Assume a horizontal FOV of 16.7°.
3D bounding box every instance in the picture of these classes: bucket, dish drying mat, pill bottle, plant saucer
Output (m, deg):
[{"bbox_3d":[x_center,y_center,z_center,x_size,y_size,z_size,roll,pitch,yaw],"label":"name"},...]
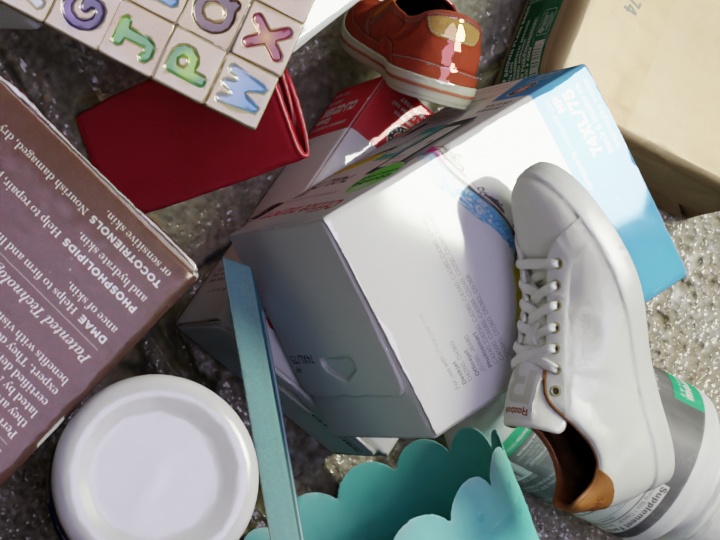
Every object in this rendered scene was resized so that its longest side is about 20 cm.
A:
[{"bbox_3d":[0.024,0.203,1.502,0.207,0.207,0.135,-31,100,-24],"label":"bucket"},{"bbox_3d":[-0.101,-0.084,1.470,0.018,0.200,0.077,-20,93,-40],"label":"dish drying mat"},{"bbox_3d":[0.164,0.110,1.618,0.200,0.113,0.113,27,75,-21],"label":"pill bottle"},{"bbox_3d":[-0.125,0.126,1.429,0.115,0.200,0.116,1,82,-8],"label":"pill bottle"},{"bbox_3d":[-0.053,0.092,1.413,0.019,0.070,0.201,-11,62,1],"label":"plant saucer"}]

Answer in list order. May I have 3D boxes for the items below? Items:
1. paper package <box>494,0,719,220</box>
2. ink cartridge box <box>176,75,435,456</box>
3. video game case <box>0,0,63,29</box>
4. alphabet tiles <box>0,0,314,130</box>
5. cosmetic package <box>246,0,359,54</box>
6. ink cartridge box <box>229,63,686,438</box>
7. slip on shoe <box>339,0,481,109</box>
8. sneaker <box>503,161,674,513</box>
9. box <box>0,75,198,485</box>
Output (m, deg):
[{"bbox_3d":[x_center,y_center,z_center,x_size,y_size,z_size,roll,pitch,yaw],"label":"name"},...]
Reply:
[{"bbox_3d":[0.211,-0.162,1.671,0.190,0.103,0.201,26,76,-19],"label":"paper package"},{"bbox_3d":[0.000,0.000,1.569,0.144,0.084,0.200,40,70,-17],"label":"ink cartridge box"},{"bbox_3d":[-0.177,-0.220,1.456,0.200,0.182,0.023,-51,120,-20],"label":"video game case"},{"bbox_3d":[-0.091,-0.204,1.373,0.167,0.008,0.201,26,82,-14],"label":"alphabet tiles"},{"bbox_3d":[-0.041,-0.218,1.507,0.199,0.200,0.123,-39,101,-23],"label":"cosmetic package"},{"bbox_3d":[0.057,-0.009,1.469,0.200,0.147,0.146,-31,100,-24],"label":"ink cartridge box"},{"bbox_3d":[0.036,-0.149,1.540,0.074,0.200,0.061,14,101,-14],"label":"slip on shoe"},{"bbox_3d":[0.113,0.042,1.371,0.084,0.073,0.201,-22,99,-28],"label":"sneaker"},{"bbox_3d":[-0.231,0.027,1.408,0.164,0.166,0.200,44,70,-7],"label":"box"}]
